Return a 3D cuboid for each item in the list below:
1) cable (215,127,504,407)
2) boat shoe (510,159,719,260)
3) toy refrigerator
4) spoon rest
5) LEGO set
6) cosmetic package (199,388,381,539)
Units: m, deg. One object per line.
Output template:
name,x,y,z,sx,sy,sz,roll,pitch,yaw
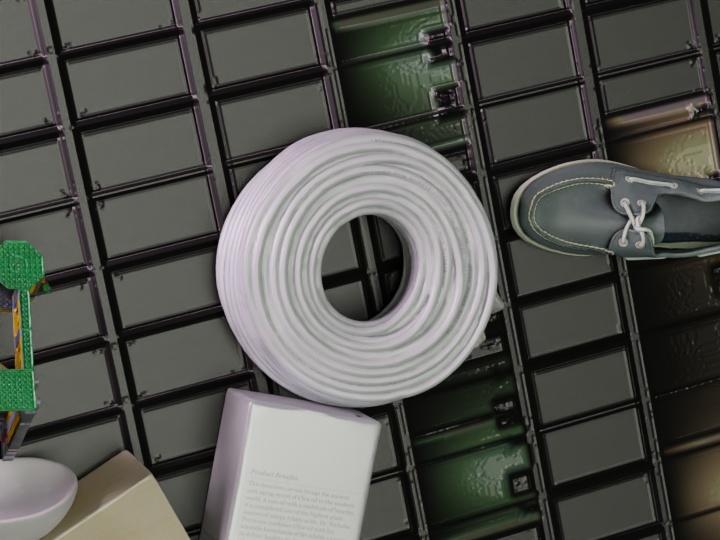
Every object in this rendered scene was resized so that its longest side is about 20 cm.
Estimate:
cable,0.000,0.000,1.606,0.199,0.069,0.201,-28,104,-15
boat shoe,0.211,-0.043,1.681,0.199,0.062,0.073,3,94,-20
toy refrigerator,-0.219,0.215,1.552,0.199,0.070,0.076,-34,112,-13
spoon rest,-0.265,0.173,1.483,0.200,0.099,0.061,-42,132,-48
LEGO set,-0.300,0.060,1.505,0.199,0.116,0.155,-8,68,-22
cosmetic package,-0.059,0.193,1.603,0.101,0.071,0.202,11,92,-19
